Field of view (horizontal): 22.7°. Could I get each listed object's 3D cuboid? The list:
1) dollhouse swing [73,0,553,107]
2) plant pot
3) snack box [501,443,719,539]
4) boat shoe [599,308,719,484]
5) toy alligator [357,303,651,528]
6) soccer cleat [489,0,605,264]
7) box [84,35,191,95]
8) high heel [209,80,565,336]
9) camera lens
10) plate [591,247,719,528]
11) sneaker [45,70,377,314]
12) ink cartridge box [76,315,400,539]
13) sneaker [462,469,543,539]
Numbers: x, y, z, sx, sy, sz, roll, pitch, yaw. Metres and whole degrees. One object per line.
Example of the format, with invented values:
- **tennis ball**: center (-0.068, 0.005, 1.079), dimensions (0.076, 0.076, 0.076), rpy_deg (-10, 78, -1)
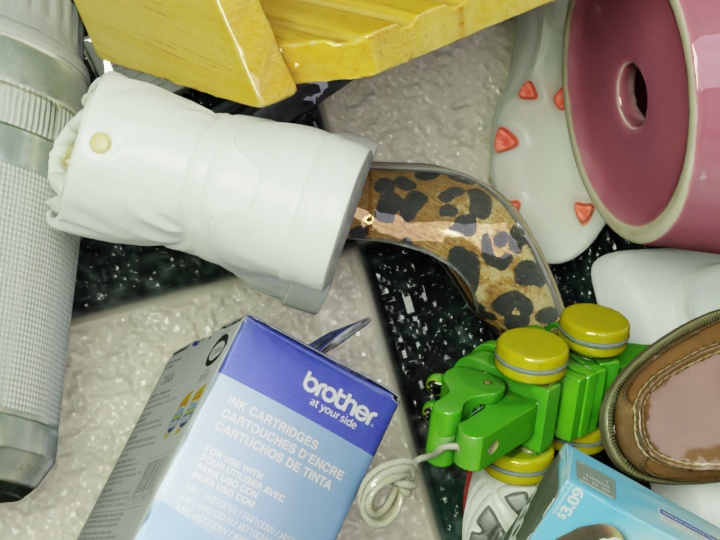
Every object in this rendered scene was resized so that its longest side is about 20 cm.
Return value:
- **dollhouse swing**: center (-0.013, -0.187, 0.666), dimensions (0.199, 0.181, 0.177), rpy_deg (-24, 116, -27)
- **plant pot**: center (0.191, -0.084, 0.756), dimensions (0.178, 0.200, 0.202), rpy_deg (-7, 82, -17)
- **snack box**: center (0.083, 0.182, 0.742), dimensions (0.116, 0.037, 0.201), rpy_deg (28, 111, -5)
- **boat shoe**: center (0.198, 0.043, 0.741), dimensions (0.199, 0.068, 0.073), rpy_deg (-14, 90, -14)
- **toy alligator**: center (0.054, 0.054, 0.739), dimensions (0.199, 0.054, 0.060), rpy_deg (-18, 124, -42)
- **soccer cleat**: center (0.101, -0.104, 0.850), dimensions (0.069, 0.078, 0.202), rpy_deg (2, 93, 19)
- **box**: center (-0.027, -0.128, 0.798), dimensions (0.199, 0.039, 0.042), rpy_deg (-28, 94, -6)
- **high heel**: center (0.000, 0.000, 0.805), dimensions (0.142, 0.071, 0.201), rpy_deg (-35, 96, -8)
- **camera lens**: center (-0.188, -0.010, 0.686), dimensions (0.159, 0.160, 0.202), rpy_deg (8, 78, -16)
- **plate**: center (0.221, 0.061, 0.806), dimensions (0.198, 0.032, 0.201), rpy_deg (-6, 58, -9)
- **sneaker**: center (-0.057, -0.034, 0.673), dimensions (0.115, 0.200, 0.074), rpy_deg (17, 86, 1)
- **ink cartridge box**: center (-0.061, 0.100, 0.720), dimensions (0.076, 0.136, 0.201), rpy_deg (28, 73, -13)
- **sneaker**: center (0.114, 0.151, 0.802), dimensions (0.077, 0.085, 0.200), rpy_deg (-31, 111, 11)
